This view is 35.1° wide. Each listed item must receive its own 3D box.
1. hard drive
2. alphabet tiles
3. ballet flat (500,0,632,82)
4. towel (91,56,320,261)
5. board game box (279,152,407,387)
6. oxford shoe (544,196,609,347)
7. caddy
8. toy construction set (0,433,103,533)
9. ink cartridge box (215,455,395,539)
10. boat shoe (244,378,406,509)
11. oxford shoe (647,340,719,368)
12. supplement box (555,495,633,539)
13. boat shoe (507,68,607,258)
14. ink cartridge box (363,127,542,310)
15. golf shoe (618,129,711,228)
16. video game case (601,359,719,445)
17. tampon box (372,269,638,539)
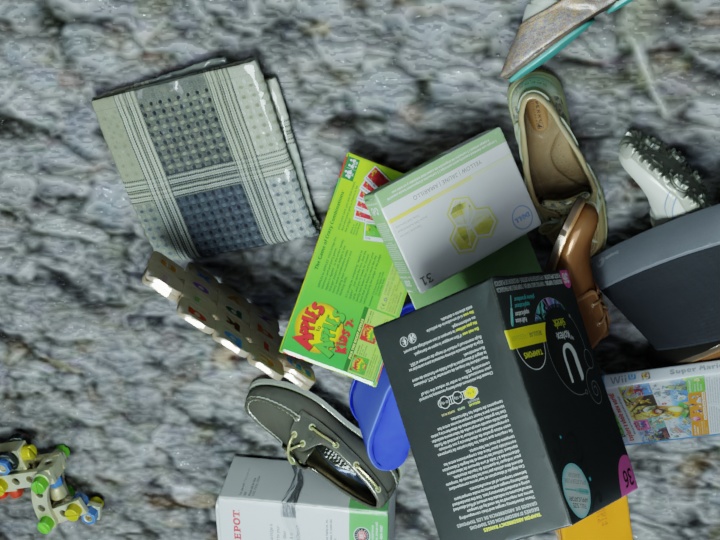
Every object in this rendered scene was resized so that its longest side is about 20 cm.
[{"bbox_3d":[0.324,0.009,1.055,0.135,0.043,0.199,43,139,-22],"label":"hard drive"},{"bbox_3d":[-0.130,0.049,1.136,0.199,0.196,0.015,36,97,-13],"label":"alphabet tiles"},{"bbox_3d":[0.197,-0.246,1.003,0.198,0.068,0.068,-32,90,18],"label":"ballet flat"},{"bbox_3d":[-0.154,-0.110,1.151,0.189,0.035,0.203,-9,119,17],"label":"towel"},{"bbox_3d":[0.000,0.000,1.111,0.100,0.048,0.203,19,86,-2],"label":"board game box"},{"bbox_3d":[0.203,0.026,1.065,0.070,0.071,0.203,16,123,20],"label":"oxford shoe"},{"bbox_3d":[0.067,0.118,1.192,0.139,0.106,0.202,7,127,-17],"label":"caddy"},{"bbox_3d":[-0.420,0.269,1.368,0.197,0.092,0.133,-17,115,5],"label":"toy construction set"},{"bbox_3d":[-0.060,0.303,1.323,0.196,0.084,0.148,5,119,7],"label":"ink cartridge box"},{"bbox_3d":[-0.047,0.191,1.257,0.200,0.060,0.073,30,136,6],"label":"boat shoe"},{"bbox_3d":[0.383,0.063,1.131,0.198,0.072,0.072,-27,120,22],"label":"oxford shoe"},{"bbox_3d":[0.211,0.179,1.142,0.072,0.201,0.128,-13,115,4],"label":"supplement box"},{"bbox_3d":[0.185,-0.089,1.082,0.072,0.063,0.202,-19,114,18],"label":"boat shoe"},{"bbox_3d":[0.107,-0.013,1.084,0.144,0.048,0.203,-28,98,-15],"label":"ink cartridge box"},{"bbox_3d":[0.301,-0.042,1.084,0.200,0.079,0.097,42,123,-12],"label":"golf shoe"},{"bbox_3d":[0.346,0.134,1.166,0.196,0.018,0.144,-9,146,14],"label":"video game case"},{"bbox_3d":[0.126,0.118,0.966,0.125,0.149,0.203,-24,80,33],"label":"tampon box"}]
